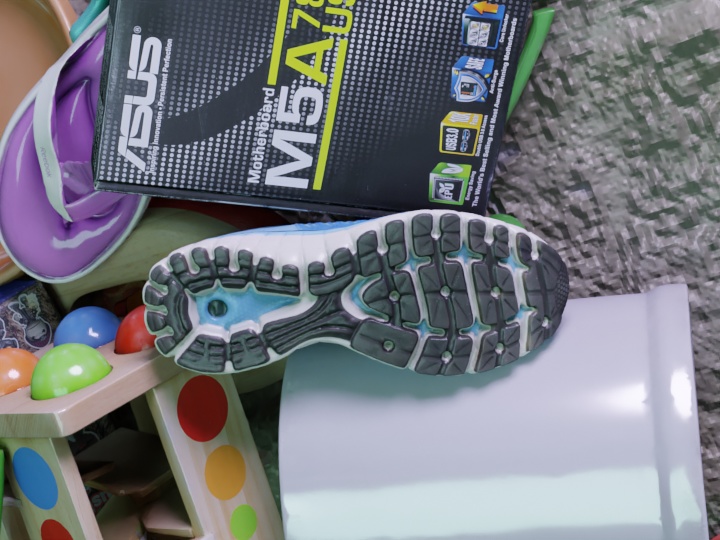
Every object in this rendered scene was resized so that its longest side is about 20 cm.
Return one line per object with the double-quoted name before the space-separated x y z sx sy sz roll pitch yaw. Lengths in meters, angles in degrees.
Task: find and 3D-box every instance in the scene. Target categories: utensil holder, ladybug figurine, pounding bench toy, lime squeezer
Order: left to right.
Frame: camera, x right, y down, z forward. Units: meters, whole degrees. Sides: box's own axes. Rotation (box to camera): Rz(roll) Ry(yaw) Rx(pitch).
"pounding bench toy" -0.147 0.115 0.810 0.124 0.200 0.157 -5 108 44
"ladybug figurine" -0.097 0.009 0.919 0.199 0.072 0.136 -10 132 38
"utensil holder" 0.072 0.099 0.826 0.199 0.170 0.171 -4 110 10
"lime squeezer" 0.085 -0.035 0.872 0.070 0.038 0.201 -15 107 -7

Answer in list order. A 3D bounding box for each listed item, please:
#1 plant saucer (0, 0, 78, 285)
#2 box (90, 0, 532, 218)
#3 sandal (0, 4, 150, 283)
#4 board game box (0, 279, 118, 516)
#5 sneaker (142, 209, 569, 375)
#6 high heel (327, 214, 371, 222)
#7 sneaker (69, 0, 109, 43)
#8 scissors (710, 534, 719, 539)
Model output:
"plant saucer" -0.223 -0.087 0.937 0.199 0.037 0.201 1 92 33
"box" -0.019 -0.126 0.756 0.192 0.048 0.201 5 112 -17
"sandal" -0.129 -0.072 0.807 0.082 0.050 0.203 30 116 -9
"board game box" -0.210 0.115 0.966 0.159 0.097 0.201 1 119 59
"sneaker" 0.000 0.000 0.783 0.199 0.090 0.079 1 106 4
"high heel" -0.055 -0.048 0.850 0.199 0.071 0.143 -10 85 0
"sneaker" -0.086 -0.160 0.818 0.078 0.091 0.200 51 141 11
"scissors" 0.206 0.144 0.894 0.014 0.073 0.200 37 101 -27
